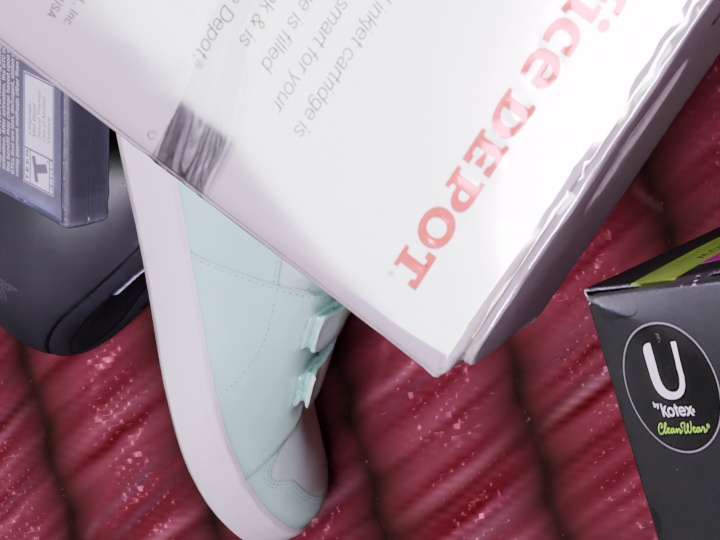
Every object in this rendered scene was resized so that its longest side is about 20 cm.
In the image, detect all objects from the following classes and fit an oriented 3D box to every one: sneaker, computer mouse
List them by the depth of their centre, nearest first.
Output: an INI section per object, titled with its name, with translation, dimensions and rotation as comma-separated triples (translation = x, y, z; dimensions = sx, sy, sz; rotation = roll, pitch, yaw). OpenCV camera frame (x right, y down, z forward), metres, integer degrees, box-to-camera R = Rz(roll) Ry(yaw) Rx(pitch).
[sneaker]
translation = 0.000, 0.000, 0.848
dimensions = 0.118, 0.074, 0.201
rotation = -6, 128, 4
[computer mouse]
translation = -0.091, -0.064, 0.897
dimensions = 0.141, 0.046, 0.200
rotation = 52, 125, 5

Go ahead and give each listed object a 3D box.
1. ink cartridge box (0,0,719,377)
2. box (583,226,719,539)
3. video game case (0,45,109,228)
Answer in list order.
[ink cartridge box]
translation = -0.006, -0.092, 0.720
dimensions = 0.200, 0.084, 0.146
rotation = 38, 109, 11
[box]
translation = 0.169, 0.070, 0.704
dimensions = 0.124, 0.148, 0.200
rotation = -7, 103, 51
[video game case]
translation = -0.136, -0.109, 0.886
dimensions = 0.200, 0.019, 0.143
rotation = 27, 121, 48
